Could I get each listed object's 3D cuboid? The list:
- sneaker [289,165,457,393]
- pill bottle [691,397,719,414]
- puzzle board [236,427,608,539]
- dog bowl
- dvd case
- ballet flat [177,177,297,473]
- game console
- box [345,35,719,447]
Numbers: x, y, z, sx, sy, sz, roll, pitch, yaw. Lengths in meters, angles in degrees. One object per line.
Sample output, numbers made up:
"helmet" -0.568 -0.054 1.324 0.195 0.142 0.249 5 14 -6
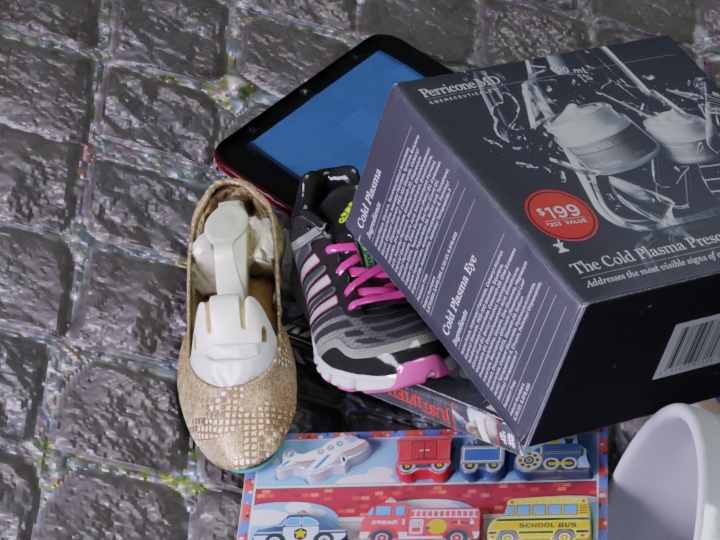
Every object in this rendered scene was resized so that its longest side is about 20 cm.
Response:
"sneaker" 0.000 0.000 1.624 0.073 0.088 0.200 -11 25 -10
"pill bottle" 0.267 0.040 1.670 0.200 0.120 0.120 -40 64 -3
"puzzle board" 0.032 0.139 1.553 0.199 0.017 0.151 -2 42 7
"dog bowl" 0.171 0.174 1.498 0.078 0.201 0.201 16 42 -10
"dvd case" 0.067 0.041 1.650 0.146 0.022 0.199 -27 31 -37
"ballet flat" -0.074 0.023 1.640 0.070 0.066 0.201 -11 43 3
"game console" 0.042 -0.096 1.789 0.119 0.172 0.200 55 45 -4
"box" 0.128 -0.021 1.564 0.199 0.104 0.182 -12 47 -35
